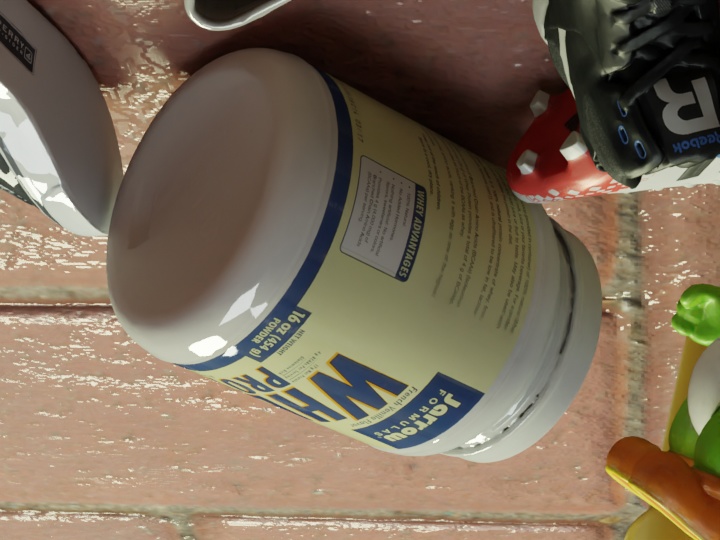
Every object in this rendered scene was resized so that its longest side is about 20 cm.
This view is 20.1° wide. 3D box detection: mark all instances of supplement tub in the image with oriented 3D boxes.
[{"bbox_3d":[0.000,0.000,0.930,0.199,0.146,0.145,25,146,-35],"label":"supplement tub"}]

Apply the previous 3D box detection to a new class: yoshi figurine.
[{"bbox_3d":[0.186,0.023,0.949,0.112,0.200,0.112,38,179,36],"label":"yoshi figurine"}]

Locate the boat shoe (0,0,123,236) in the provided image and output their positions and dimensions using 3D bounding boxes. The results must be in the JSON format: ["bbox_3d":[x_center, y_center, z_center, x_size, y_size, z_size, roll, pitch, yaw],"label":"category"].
[{"bbox_3d":[-0.170,-0.078,0.885,0.067,0.072,0.200,-9,147,21],"label":"boat shoe"}]

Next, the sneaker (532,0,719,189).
[{"bbox_3d":[0.113,-0.101,0.744,0.073,0.113,0.200,-17,157,-4],"label":"sneaker"}]

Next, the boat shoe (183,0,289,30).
[{"bbox_3d":[0.000,-0.147,0.733,0.199,0.066,0.072,-22,143,40],"label":"boat shoe"}]

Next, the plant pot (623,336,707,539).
[{"bbox_3d":[0.238,0.115,1.071,0.199,0.190,0.201,3,154,2],"label":"plant pot"}]

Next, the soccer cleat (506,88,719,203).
[{"bbox_3d":[0.151,-0.063,0.870,0.199,0.069,0.085,-25,127,35],"label":"soccer cleat"}]
